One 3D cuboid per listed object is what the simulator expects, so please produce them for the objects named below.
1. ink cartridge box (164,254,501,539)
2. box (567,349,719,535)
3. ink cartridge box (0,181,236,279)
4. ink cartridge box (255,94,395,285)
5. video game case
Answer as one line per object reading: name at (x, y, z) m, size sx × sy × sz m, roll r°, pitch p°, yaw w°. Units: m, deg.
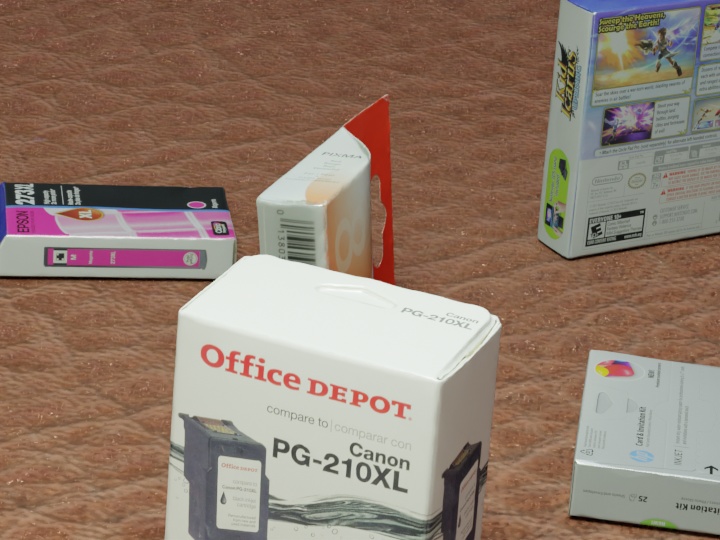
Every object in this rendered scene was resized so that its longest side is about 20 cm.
ink cartridge box at (-0.017, 0.109, 1.393) m, size 0.145 × 0.200 × 0.084 m, roll 14°, pitch 25°, yaw 20°
box at (0.227, 0.106, 1.643) m, size 0.200 × 0.041 × 0.156 m, roll 8°, pitch 24°, yaw 5°
ink cartridge box at (-0.186, -0.027, 1.878) m, size 0.200 × 0.037 × 0.095 m, roll -1°, pitch 24°, yaw -8°
ink cartridge box at (0.000, 0.000, 1.690) m, size 0.050 × 0.162 × 0.200 m, roll 8°, pitch 24°, yaw 23°
video game case at (0.224, -0.112, 1.960) m, size 0.200 × 0.181 × 0.045 m, roll -9°, pitch 27°, yaw -29°
